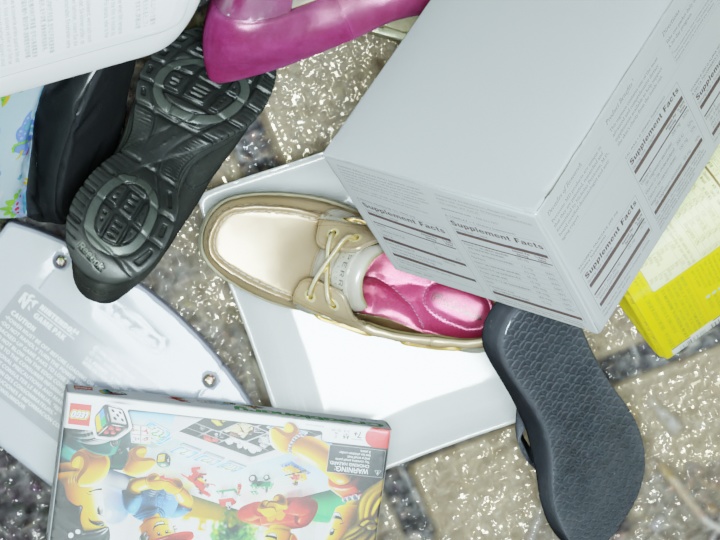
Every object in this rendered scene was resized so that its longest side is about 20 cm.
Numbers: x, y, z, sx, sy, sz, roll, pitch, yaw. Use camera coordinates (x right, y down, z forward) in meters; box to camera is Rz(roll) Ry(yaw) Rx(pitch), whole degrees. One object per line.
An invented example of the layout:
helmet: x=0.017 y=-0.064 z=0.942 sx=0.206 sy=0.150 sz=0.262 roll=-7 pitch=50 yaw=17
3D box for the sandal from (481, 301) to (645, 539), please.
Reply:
sandal: x=0.122 y=0.085 z=1.531 sx=0.076 sy=0.043 sz=0.201 roll=-35 pitch=125 yaw=-22

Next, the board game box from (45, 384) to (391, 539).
board game box: x=-0.088 y=0.144 z=1.526 sx=0.199 sy=0.035 sz=0.127 roll=7 pitch=96 yaw=-7

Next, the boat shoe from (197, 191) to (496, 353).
boat shoe: x=0.000 y=0.000 z=1.510 sx=0.199 sy=0.069 sz=0.074 roll=15 pitch=92 yaw=-3

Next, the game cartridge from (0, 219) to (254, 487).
game cartridge: x=-0.167 y=0.067 z=1.553 sx=0.200 sy=0.040 sz=0.133 roll=39 pitch=94 yaw=-4

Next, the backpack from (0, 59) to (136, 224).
backpack: x=-0.249 y=-0.116 z=1.488 sx=0.199 sy=0.154 sz=0.164 roll=30 pitch=133 yaw=9

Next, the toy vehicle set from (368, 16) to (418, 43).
toy vehicle set: x=0.019 y=-0.246 z=1.548 sx=0.124 sy=0.027 sz=0.201 roll=17 pitch=92 yaw=-3

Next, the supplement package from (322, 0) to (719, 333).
supplement package: x=0.106 y=-0.091 z=1.430 sx=0.155 sy=0.111 sz=0.200 roll=17 pitch=63 yaw=38

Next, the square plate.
square plate: x=0.024 y=0.014 z=1.560 sx=0.197 sy=0.028 sz=0.201 roll=-20 pitch=93 yaw=-2

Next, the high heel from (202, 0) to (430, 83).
high heel: x=0.003 y=-0.155 z=1.510 sx=0.199 sy=0.067 sz=0.096 roll=-7 pitch=134 yaw=-28

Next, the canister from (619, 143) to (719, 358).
canister: x=0.233 y=-0.047 z=1.508 sx=0.200 sy=0.149 sz=0.087 roll=-36 pitch=61 yaw=2

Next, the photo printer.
photo printer: x=-0.174 y=-0.165 z=1.349 sx=0.199 sy=0.167 sz=0.070 roll=-18 pitch=64 yaw=-13

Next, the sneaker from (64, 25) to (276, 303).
sneaker: x=-0.121 y=-0.065 z=1.524 sx=0.076 sy=0.091 sz=0.200 roll=34 pitch=65 yaw=3
